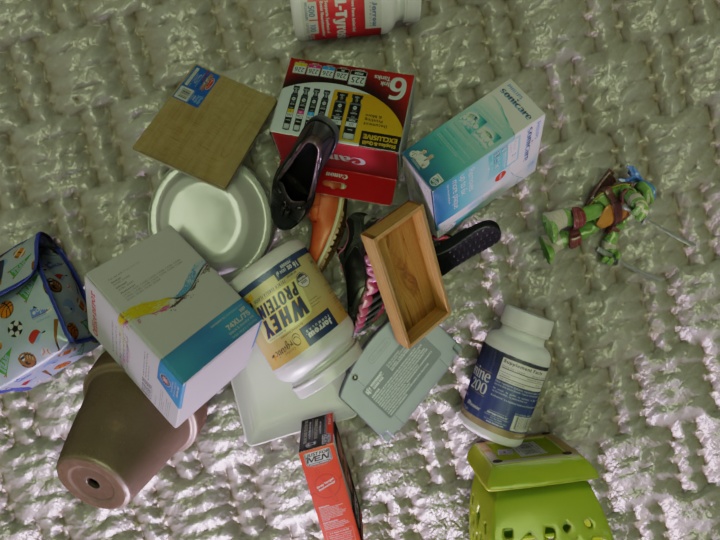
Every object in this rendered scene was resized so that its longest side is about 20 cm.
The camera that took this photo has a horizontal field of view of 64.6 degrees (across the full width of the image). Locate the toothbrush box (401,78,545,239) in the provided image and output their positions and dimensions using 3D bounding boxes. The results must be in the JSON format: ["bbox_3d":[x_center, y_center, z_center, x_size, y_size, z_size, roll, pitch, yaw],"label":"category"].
[{"bbox_3d":[0.169,-0.163,0.858,0.198,0.147,0.086,-35,65,-5],"label":"toothbrush box"}]

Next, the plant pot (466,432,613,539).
[{"bbox_3d":[0.270,0.369,0.896,0.193,0.200,0.187,-7,87,0],"label":"plant pot"}]

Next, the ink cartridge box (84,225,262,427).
[{"bbox_3d":[-0.266,0.077,0.805,0.200,0.148,0.146,43,50,10],"label":"ink cartridge box"}]

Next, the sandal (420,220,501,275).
[{"bbox_3d":[0.132,-0.031,0.927,0.196,0.075,0.046,-28,52,13],"label":"sandal"}]

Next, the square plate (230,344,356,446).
[{"bbox_3d":[-0.121,0.171,0.956,0.193,0.028,0.206,-15,94,0],"label":"square plate"}]

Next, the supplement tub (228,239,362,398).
[{"bbox_3d":[-0.097,0.074,0.865,0.143,0.144,0.203,-34,91,2],"label":"supplement tub"}]

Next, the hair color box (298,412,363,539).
[{"bbox_3d":[-0.045,0.350,0.920,0.060,0.102,0.205,-15,104,1],"label":"hair color box"}]

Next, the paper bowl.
[{"bbox_3d":[-0.236,-0.078,0.900,0.194,0.104,0.207,0,95,-1],"label":"paper bowl"}]

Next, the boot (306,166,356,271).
[{"bbox_3d":[-0.068,-0.103,0.919,0.104,0.075,0.206,13,86,1],"label":"boot"}]

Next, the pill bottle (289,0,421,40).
[{"bbox_3d":[-0.008,-0.420,0.872,0.194,0.112,0.116,-5,94,0],"label":"pill bottle"}]

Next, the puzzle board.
[{"bbox_3d":[-0.233,-0.224,0.881,0.147,0.018,0.203,22,58,-1],"label":"puzzle board"}]

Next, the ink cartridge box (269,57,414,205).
[{"bbox_3d":[-0.028,-0.209,0.859,0.194,0.084,0.180,10,72,8],"label":"ink cartridge box"}]

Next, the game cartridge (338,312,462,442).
[{"bbox_3d":[0.060,0.160,0.940,0.133,0.040,0.201,43,82,-7],"label":"game cartridge"}]

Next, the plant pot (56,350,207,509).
[{"bbox_3d":[-0.353,0.243,0.850,0.194,0.176,0.205,7,124,10],"label":"plant pot"}]

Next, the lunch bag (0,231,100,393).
[{"bbox_3d":[-0.533,0.064,0.902,0.167,0.124,0.204,-29,80,1],"label":"lunch bag"}]

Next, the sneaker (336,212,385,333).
[{"bbox_3d":[0.000,0.000,0.909,0.094,0.078,0.205,25,118,30],"label":"sneaker"}]

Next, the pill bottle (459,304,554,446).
[{"bbox_3d":[0.239,0.165,0.918,0.108,0.111,0.205,18,94,-2],"label":"pill bottle"}]

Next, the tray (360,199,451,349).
[{"bbox_3d":[0.073,0.009,0.862,0.098,0.037,0.204,-35,125,-23],"label":"tray"}]

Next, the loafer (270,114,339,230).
[{"bbox_3d":[-0.093,-0.130,0.824,0.071,0.064,0.202,29,130,-4],"label":"loafer"}]

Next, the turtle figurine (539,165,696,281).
[{"bbox_3d":[0.390,-0.054,0.889,0.189,0.144,0.206,-16,91,5],"label":"turtle figurine"}]
